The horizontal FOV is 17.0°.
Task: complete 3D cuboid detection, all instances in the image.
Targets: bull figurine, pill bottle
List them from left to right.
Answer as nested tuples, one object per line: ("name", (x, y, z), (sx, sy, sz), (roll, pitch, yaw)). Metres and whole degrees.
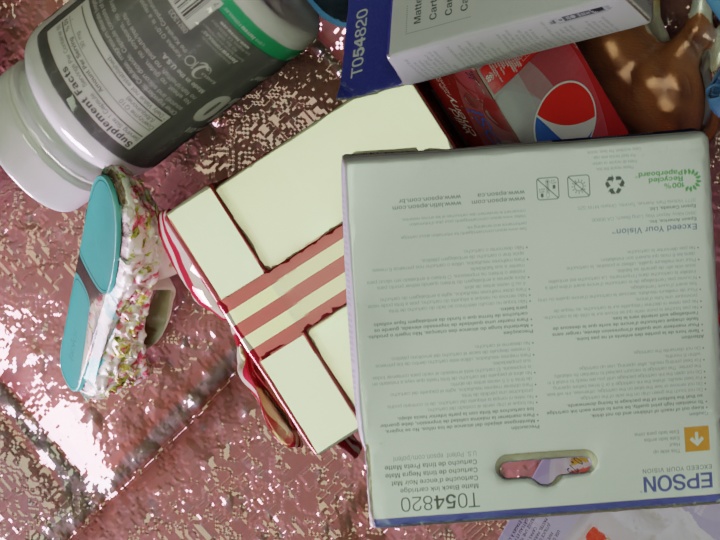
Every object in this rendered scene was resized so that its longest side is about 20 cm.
("pill bottle", (-0.132, -0.130, 1.471), (0.200, 0.113, 0.113), (-35, 89, 21))
("bull figurine", (0.136, -0.152, 1.405), (0.200, 0.065, 0.122), (35, 107, 9))

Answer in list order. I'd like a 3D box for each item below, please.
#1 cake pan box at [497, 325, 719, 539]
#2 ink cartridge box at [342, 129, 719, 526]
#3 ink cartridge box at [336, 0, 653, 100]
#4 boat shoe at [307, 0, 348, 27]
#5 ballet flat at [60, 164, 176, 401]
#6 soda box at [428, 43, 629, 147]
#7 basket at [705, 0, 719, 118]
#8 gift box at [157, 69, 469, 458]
("cake pan box", (0.196, 0.134, 1.386), (0.184, 0.052, 0.201), (35, 108, 18))
("ink cartridge box", (0.093, 0.031, 1.297), (0.198, 0.041, 0.201), (-3, 96, 0))
("ink cartridge box", (0.066, -0.204, 1.297), (0.199, 0.041, 0.201), (-13, 61, 33))
("boat shoe", (-0.034, -0.245, 1.440), (0.069, 0.084, 0.200), (-29, 106, 39))
("ballet flat", (-0.144, 0.003, 1.496), (0.200, 0.064, 0.076), (111, 143, -48))
("soda box", (0.109, -0.071, 1.369), (0.063, 0.070, 0.200), (-45, 126, -15))
("basket", (0.254, -0.143, 1.305), (0.139, 0.176, 0.201), (-15, 111, 45))
("gift box", (0.000, 0.000, 1.423), (0.186, 0.200, 0.185), (-32, 86, 5))
